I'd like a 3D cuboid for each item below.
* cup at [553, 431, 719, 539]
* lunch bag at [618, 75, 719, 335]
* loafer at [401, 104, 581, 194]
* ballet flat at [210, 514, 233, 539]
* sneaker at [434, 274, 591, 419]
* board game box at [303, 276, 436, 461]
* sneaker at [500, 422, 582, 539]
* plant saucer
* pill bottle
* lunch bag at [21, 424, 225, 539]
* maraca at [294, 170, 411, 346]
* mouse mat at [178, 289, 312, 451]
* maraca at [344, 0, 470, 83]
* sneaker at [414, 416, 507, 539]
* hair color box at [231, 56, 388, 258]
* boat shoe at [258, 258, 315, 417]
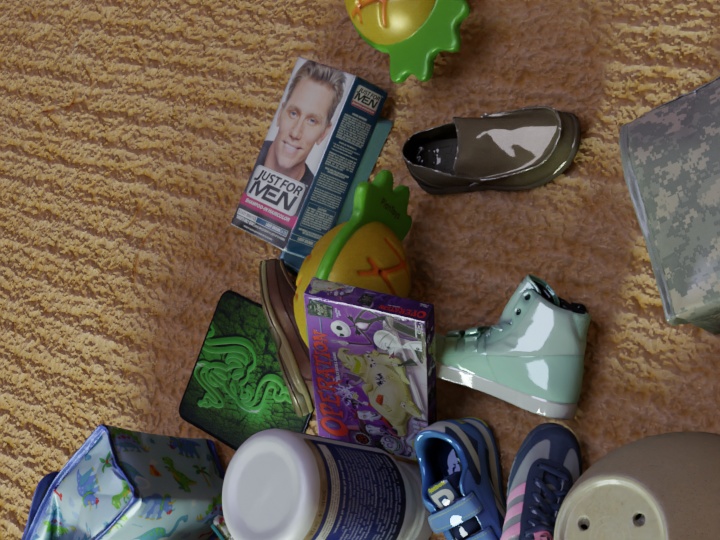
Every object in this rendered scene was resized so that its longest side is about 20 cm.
[{"bbox_3d":[0.236,0.220,1.097,0.200,0.143,0.201,-13,68,37],"label":"cup"},{"bbox_3d":[0.317,-0.068,1.128,0.164,0.117,0.201,-26,67,34],"label":"lunch bag"},{"bbox_3d":[0.123,-0.116,1.340,0.199,0.067,0.076,-13,69,38],"label":"loafer"},{"bbox_3d":[-0.081,0.318,1.402,0.064,0.076,0.200,-35,56,-10],"label":"ballet flat"},{"bbox_3d":[0.127,0.055,1.281,0.200,0.074,0.119,17,96,32],"label":"sneaker"},{"bbox_3d":[0.012,0.098,1.284,0.120,0.201,0.032,15,47,20],"label":"board game box"},{"bbox_3d":[0.159,0.226,1.181,0.082,0.070,0.201,129,157,-73],"label":"sneaker"},{"bbox_3d":[-0.032,-0.084,1.498,0.070,0.019,0.201,29,98,42],"label":"plant saucer"},{"bbox_3d":[-0.023,0.217,1.282,0.115,0.200,0.116,-13,69,39],"label":"pill bottle"},{"bbox_3d":[-0.259,0.271,1.487,0.200,0.170,0.128,-49,52,21],"label":"lunch bag"},{"bbox_3d":[0.000,0.000,1.360,0.107,0.137,0.201,18,81,27],"label":"maraca"},{"bbox_3d":[-0.119,0.122,1.521,0.200,0.008,0.162,22,92,43],"label":"mouse mat"},{"bbox_3d":[0.047,-0.286,1.427,0.137,0.107,0.200,-45,53,30],"label":"maraca"},{"bbox_3d":[0.099,0.228,1.252,0.074,0.082,0.201,-34,60,27],"label":"sneaker"},{"bbox_3d":[-0.056,-0.121,1.478,0.100,0.060,0.201,25,93,42],"label":"hair color box"},{"bbox_3d":[-0.062,0.065,1.448,0.067,0.072,0.201,-18,50,-3],"label":"boat shoe"}]
